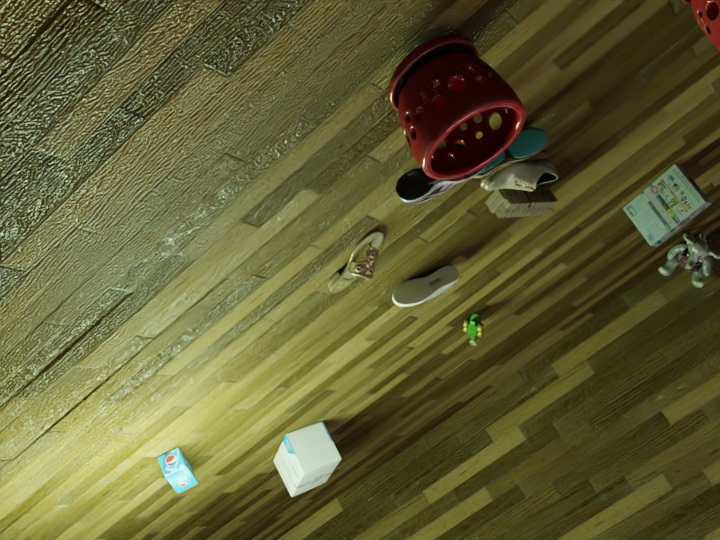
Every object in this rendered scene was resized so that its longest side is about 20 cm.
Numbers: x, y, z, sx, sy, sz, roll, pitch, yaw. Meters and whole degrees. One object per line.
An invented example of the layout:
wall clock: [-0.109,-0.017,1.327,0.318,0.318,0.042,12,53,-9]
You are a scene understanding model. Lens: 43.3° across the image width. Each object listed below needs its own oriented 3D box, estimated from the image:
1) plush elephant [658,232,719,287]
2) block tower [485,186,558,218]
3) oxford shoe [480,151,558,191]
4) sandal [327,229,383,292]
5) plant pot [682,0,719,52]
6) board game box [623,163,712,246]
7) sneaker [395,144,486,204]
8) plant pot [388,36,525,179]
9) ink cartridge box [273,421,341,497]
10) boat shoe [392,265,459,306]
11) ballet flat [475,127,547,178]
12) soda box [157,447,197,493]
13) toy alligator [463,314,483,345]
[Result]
plush elephant: [1.185,-0.051,3.221,0.200,0.164,0.155,-61,167,0]
block tower: [0.400,-0.170,2.241,0.200,0.054,0.058,-7,148,-40]
oxford shoe: [0.371,-0.217,2.094,0.200,0.074,0.071,-21,154,-20]
sandal: [0.004,0.000,2.104,0.078,0.070,0.212,-3,144,-45]
plant pot: [0.734,-0.541,1.749,0.200,0.183,0.201,-24,154,-13]
board game box: [0.891,-0.188,2.636,0.064,0.148,0.200,4,140,-49]
sneaker: [0.165,-0.198,1.906,0.200,0.081,0.086,-21,168,-3]
plant pot: [0.156,-0.286,1.575,0.200,0.183,0.201,-25,155,-13]
ink cartridge box: [-0.178,0.625,2.996,0.144,0.147,0.200,-16,152,-29]
boat shoe: [0.170,0.050,2.398,0.200,0.072,0.069,-30,157,-23]
ballet flat: [0.312,-0.256,1.980,0.200,0.071,0.071,-26,155,-11]
soda box: [-0.528,0.581,2.625,0.068,0.064,0.200,-24,155,-12]
toy alligator: [0.363,0.181,2.872,0.200,0.059,0.054,73,38,-65]
